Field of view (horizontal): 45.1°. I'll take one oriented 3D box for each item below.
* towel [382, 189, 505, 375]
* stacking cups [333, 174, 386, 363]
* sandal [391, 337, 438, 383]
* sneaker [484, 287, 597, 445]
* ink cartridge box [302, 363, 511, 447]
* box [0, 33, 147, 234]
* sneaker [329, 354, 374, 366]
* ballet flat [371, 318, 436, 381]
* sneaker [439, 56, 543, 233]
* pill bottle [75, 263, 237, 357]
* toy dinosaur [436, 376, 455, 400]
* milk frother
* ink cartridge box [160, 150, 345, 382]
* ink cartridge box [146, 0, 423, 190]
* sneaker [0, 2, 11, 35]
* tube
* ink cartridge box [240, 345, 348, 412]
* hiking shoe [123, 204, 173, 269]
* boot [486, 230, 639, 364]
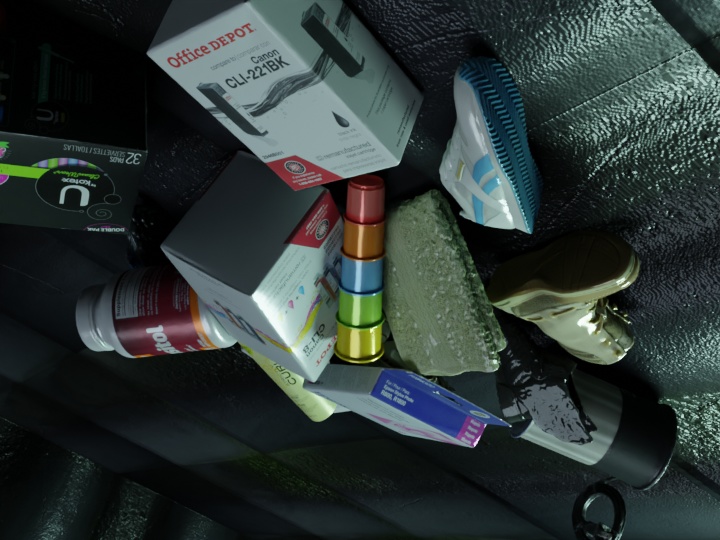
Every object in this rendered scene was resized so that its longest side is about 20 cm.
[{"bbox_3d":[0.072,0.021,0.950,0.147,0.036,0.203,-15,97,48],"label":"towel"},{"bbox_3d":[0.000,0.000,0.938,0.059,0.061,0.204,10,118,18],"label":"stacking cups"},{"bbox_3d":[0.071,0.118,1.215,0.074,0.049,0.201,10,149,29],"label":"sandal"},{"bbox_3d":[0.210,0.111,1.031,0.102,0.060,0.204,-11,99,24],"label":"sneaker"},{"bbox_3d":[0.056,0.173,1.102,0.195,0.044,0.198,31,161,-32],"label":"ink cartridge box"},{"bbox_3d":[-0.321,-0.135,0.865,0.196,0.126,0.149,4,148,-22],"label":"box"},{"bbox_3d":[-0.020,0.079,1.157,0.199,0.095,0.070,39,150,-26],"label":"sneaker"},{"bbox_3d":[0.029,0.089,1.108,0.062,0.068,0.200,-19,133,37],"label":"ballet flat"},{"bbox_3d":[0.107,-0.104,0.774,0.079,0.077,0.201,8,148,27],"label":"sneaker"},{"bbox_3d":[-0.256,0.051,1.108,0.196,0.115,0.113,-8,144,18],"label":"pill bottle"},{"bbox_3d":[0.095,0.052,1.100,0.201,0.104,0.182,53,165,11],"label":"toy dinosaur"},{"bbox_3d":[0.281,0.243,1.139,0.185,0.203,0.181,22,156,-4],"label":"milk frother"},{"bbox_3d":[-0.096,-0.001,0.983,0.143,0.146,0.201,24,159,30],"label":"ink cartridge box"},{"bbox_3d":[-0.063,-0.172,0.757,0.143,0.085,0.200,-8,141,43],"label":"ink cartridge box"},{"bbox_3d":[-0.353,-0.208,0.931,0.113,0.080,0.200,8,154,-16],"label":"sneaker"},{"bbox_3d":[-0.106,0.132,1.185,0.058,0.052,0.201,-34,124,7],"label":"tube"},{"bbox_3d":[-0.053,0.120,1.265,0.199,0.089,0.144,36,148,-29],"label":"ink cartridge box"},{"bbox_3d":[-0.294,-0.021,1.190,0.085,0.075,0.201,10,150,18],"label":"hiking shoe"},{"bbox_3d":[0.249,0.036,0.926,0.154,0.074,0.199,33,151,-22],"label":"boot"}]
